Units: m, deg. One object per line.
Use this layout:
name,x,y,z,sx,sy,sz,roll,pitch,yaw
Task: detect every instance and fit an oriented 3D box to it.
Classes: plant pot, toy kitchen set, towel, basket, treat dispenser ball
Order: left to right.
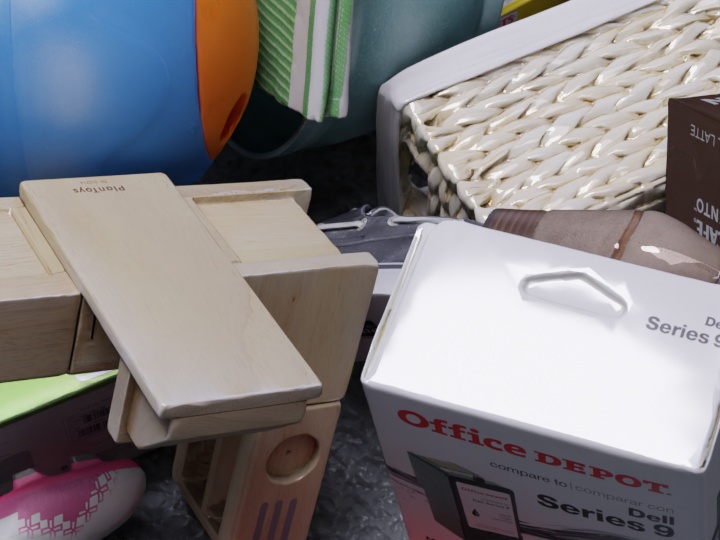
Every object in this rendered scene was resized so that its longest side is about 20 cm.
treat dispenser ball,-0.149,-0.117,0.872,0.199,0.202,0.202,-1,55,2
toy kitchen set,-0.092,0.077,0.788,0.199,0.182,0.163,-5,35,-31
towel,-0.052,-0.170,0.919,0.023,0.154,0.200,-5,20,-27
plant pot,-0.003,-0.167,0.990,0.133,0.201,0.201,-6,52,-27
basket,0.121,-0.055,0.960,0.199,0.136,0.124,-22,61,-12

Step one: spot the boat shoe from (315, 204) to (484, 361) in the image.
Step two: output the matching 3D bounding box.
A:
boat shoe,0.000,0.000,0.915,0.199,0.072,0.068,-2,50,55

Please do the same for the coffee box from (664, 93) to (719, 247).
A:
coffee box,0.260,-0.043,0.864,0.198,0.080,0.114,-8,20,-18

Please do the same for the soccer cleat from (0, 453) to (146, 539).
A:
soccer cleat,-0.189,0.161,0.872,0.199,0.070,0.087,-22,73,-10

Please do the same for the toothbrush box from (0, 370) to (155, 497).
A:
toothbrush box,-0.197,0.018,0.952,0.145,0.086,0.201,-21,55,-12

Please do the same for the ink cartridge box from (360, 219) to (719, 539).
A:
ink cartridge box,0.090,0.079,0.774,0.145,0.201,0.085,13,61,19

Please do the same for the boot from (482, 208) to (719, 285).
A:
boot,0.135,0.036,0.833,0.145,0.200,0.071,19,71,24

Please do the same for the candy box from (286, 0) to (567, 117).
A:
candy box,0.020,-0.162,1.101,0.199,0.027,0.102,-29,58,-16
